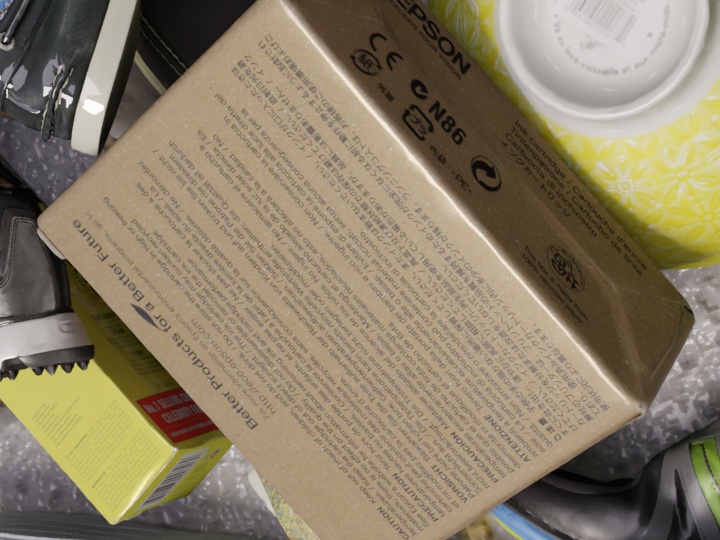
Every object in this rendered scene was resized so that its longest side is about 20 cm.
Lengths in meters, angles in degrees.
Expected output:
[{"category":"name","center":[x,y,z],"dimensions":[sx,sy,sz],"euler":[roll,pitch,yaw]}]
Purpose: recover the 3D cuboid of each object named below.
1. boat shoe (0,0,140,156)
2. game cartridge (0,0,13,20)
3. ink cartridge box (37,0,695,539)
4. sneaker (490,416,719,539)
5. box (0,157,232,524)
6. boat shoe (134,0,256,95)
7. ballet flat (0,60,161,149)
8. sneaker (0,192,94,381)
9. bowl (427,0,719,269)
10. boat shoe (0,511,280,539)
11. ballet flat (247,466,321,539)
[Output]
[{"category":"boat shoe","center":[-0.112,-0.143,0.800],"dimensions":[0.065,0.075,0.201],"euler":[13,69,-4]},{"category":"game cartridge","center":[-0.195,-0.138,0.875],"dimensions":[0.199,0.038,0.130],"euler":[-37,67,-1]},{"category":"ink cartridge box","center":[0.000,0.000,0.754],"dimensions":[0.200,0.075,0.164],"euler":[48,129,-6]},{"category":"sneaker","center":[0.149,0.084,0.778],"dimensions":[0.197,0.071,0.084],"euler":[-3,86,17]},{"category":"box","center":[-0.145,0.020,0.888],"dimensions":[0.200,0.075,0.050],"euler":[47,109,14]},{"category":"boat shoe","center":[-0.021,-0.073,0.822],"dimensions":[0.201,0.066,0.072],"euler":[42,72,10]},{"category":"ballet flat","center":[-0.132,-0.085,0.895],"dimensions":[0.198,0.046,0.068],"euler":[12,67,16]},{"category":"sneaker","center":[-0.208,0.010,0.842],"dimensions":[0.198,0.066,0.092],"euler":[-9,89,20]},{"category":"bowl","center":[0.106,-0.098,0.758],"dimensions":[0.198,0.107,0.203],"euler":[1,94,23]},{"category":"boat shoe","center":[-0.106,0.147,0.883],"dimensions":[0.198,0.072,0.063],"euler":[5,93,19]},{"category":"ballet flat","center":[-0.034,0.060,0.856],"dimensions":[0.070,0.071,0.201],"euler":[-31,83,21]}]
